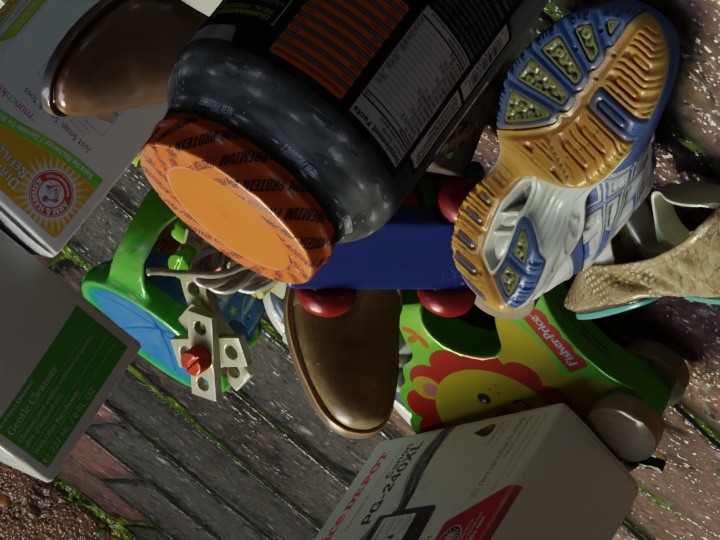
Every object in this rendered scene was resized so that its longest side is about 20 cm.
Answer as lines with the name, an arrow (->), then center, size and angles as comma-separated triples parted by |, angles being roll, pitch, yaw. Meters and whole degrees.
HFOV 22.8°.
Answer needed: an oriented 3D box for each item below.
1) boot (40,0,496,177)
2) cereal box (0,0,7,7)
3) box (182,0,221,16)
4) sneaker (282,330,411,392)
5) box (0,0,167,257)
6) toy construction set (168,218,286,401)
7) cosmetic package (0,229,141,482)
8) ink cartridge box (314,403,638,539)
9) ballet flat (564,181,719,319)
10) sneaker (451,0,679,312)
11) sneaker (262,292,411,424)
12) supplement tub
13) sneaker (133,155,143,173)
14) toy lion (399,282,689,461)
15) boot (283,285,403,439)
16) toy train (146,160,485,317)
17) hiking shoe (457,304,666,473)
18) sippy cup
boot -> -0.044, -0.094, 0.971 | 0.200, 0.186, 0.064 | 30, 133, 25
cereal box -> -0.296, -0.226, 1.273 | 0.144, 0.040, 0.200 | 18, 154, 42
box -> -0.064, -0.202, 0.890 | 0.082, 0.068, 0.200 | 29, 159, 21
sneaker -> 0.009, 0.025, 1.215 | 0.078, 0.100, 0.200 | 25, 180, 14
box -> -0.180, -0.114, 1.089 | 0.101, 0.200, 0.112 | 45, 159, -23
toy construction set -> -0.076, -0.006, 1.214 | 0.092, 0.200, 0.131 | 24, 126, 10
cosmetic package -> -0.243, 0.025, 1.060 | 0.085, 0.108, 0.200 | 13, 156, 50
ink cartridge box -> 0.057, 0.174, 1.132 | 0.083, 0.145, 0.200 | 47, 146, -17
ballet flat -> 0.167, -0.014, 0.966 | 0.200, 0.070, 0.065 | -14, 100, 62
sneaker -> 0.115, -0.065, 0.904 | 0.075, 0.088, 0.200 | 54, 142, 21
sneaker -> 0.020, 0.051, 1.341 | 0.200, 0.075, 0.084 | 34, 157, -15
supplement tub -> -0.005, -0.100, 0.827 | 0.122, 0.200, 0.123 | 32, 161, 13
sneaker -> -0.070, -0.109, 1.121 | 0.200, 0.077, 0.075 | -3, 136, 40
toy lion -> 0.094, 0.065, 1.142 | 0.191, 0.069, 0.200 | -21, 117, 46
boot -> 0.000, 0.000, 1.089 | 0.073, 0.201, 0.075 | 7, 162, -27
toy train -> -0.023, -0.041, 1.005 | 0.199, 0.116, 0.085 | 0, 133, -12
hiking shoe -> 0.128, 0.072, 1.222 | 0.101, 0.076, 0.200 | -15, 130, 44
sippy cup -> -0.121, 0.004, 1.370 | 0.140, 0.130, 0.178 | 39, 161, -5
